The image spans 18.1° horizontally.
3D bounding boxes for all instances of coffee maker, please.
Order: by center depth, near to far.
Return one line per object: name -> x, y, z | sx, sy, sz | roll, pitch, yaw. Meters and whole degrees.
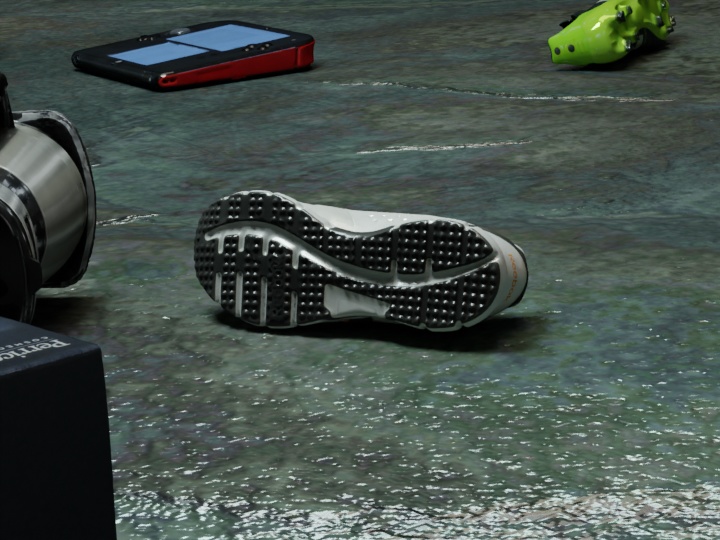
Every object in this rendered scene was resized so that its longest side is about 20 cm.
coffee maker -> -0.250, -0.009, 1.228 | 0.192, 0.135, 0.200 | -25, 10, 10

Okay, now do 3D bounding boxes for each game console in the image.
game console -> -0.155, -0.205, 2.128 | 0.176, 0.031, 0.200 | -11, 16, -30

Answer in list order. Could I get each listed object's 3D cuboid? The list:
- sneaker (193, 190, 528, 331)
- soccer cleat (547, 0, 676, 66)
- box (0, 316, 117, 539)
sneaker -> 0.000, 0.000, 1.239 | 0.199, 0.074, 0.080 | 10, 4, 28
soccer cleat -> 0.231, -0.227, 2.077 | 0.081, 0.068, 0.200 | -10, 10, 27
box -> -0.212, 0.077, 0.869 | 0.148, 0.107, 0.200 | -15, 19, -42
